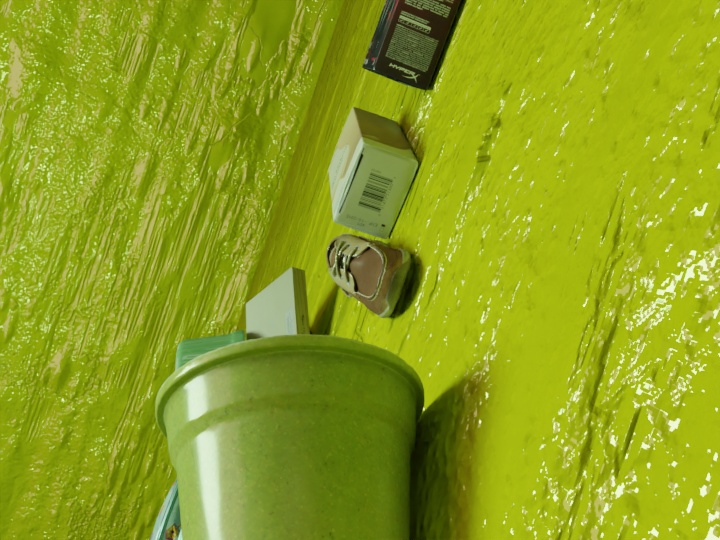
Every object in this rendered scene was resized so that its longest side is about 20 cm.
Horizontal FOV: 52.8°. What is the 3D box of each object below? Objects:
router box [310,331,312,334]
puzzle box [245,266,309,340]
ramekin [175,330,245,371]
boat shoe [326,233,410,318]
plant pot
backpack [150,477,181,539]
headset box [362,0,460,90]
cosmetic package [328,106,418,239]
[{"bbox_3d":[-0.137,0.154,1.181,0.200,0.062,0.151,-160,87,-78],"label":"router box"},{"bbox_3d":[-0.118,0.112,1.036,0.133,0.025,0.201,-34,51,41],"label":"puzzle box"},{"bbox_3d":[-0.214,0.189,1.053,0.200,0.097,0.202,179,90,-79],"label":"ramekin"},{"bbox_3d":[0.000,0.000,0.767,0.200,0.071,0.076,-155,83,-78],"label":"boat shoe"},{"bbox_3d":[-0.042,0.175,0.488,0.201,0.199,0.185,121,151,-46],"label":"plant pot"},{"bbox_3d":[-0.199,0.354,0.970,0.200,0.152,0.177,-53,16,44],"label":"backpack"},{"bbox_3d":[0.075,-0.337,0.911,0.149,0.075,0.201,-107,37,-72],"label":"headset box"},{"bbox_3d":[0.010,-0.129,0.912,0.200,0.071,0.106,-102,32,-67],"label":"cosmetic package"}]
